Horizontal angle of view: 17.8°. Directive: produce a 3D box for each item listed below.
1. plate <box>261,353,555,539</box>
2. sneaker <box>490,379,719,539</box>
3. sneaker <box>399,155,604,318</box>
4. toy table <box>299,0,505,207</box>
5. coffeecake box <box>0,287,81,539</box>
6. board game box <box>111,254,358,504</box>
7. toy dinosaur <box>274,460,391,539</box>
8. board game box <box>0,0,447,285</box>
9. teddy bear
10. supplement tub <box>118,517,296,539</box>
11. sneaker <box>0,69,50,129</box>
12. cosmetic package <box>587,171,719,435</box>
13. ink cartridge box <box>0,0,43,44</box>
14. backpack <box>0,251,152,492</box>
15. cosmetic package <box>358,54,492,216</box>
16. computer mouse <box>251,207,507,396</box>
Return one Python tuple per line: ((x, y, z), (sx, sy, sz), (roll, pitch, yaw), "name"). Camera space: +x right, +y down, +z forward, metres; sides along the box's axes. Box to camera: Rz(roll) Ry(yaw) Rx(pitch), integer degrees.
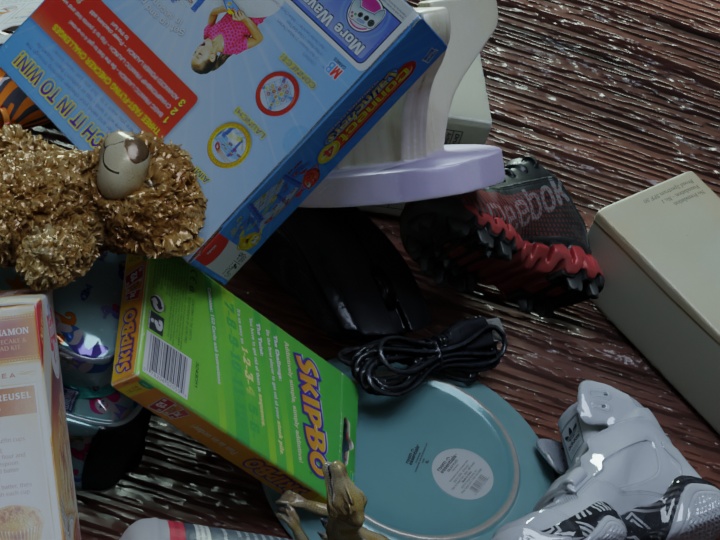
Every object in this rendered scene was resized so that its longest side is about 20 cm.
((0.034, 0.123, 1.465), (0.200, 0.026, 0.200), (10, 45, -10), "plate")
((0.135, 0.138, 1.440), (0.200, 0.075, 0.115), (-6, 51, -40), "sneaker")
((0.089, -0.034, 1.543), (0.200, 0.071, 0.098), (18, 57, -50), "sneaker")
((0.009, -0.107, 1.455), (0.184, 0.117, 0.200), (-14, 11, -37), "toy table")
((-0.192, 0.114, 1.231), (0.073, 0.154, 0.201), (-7, 93, -4), "coffeecake box")
((-0.070, 0.069, 1.376), (0.200, 0.030, 0.096), (35, 44, -38), "board game box")
((0.008, 0.175, 1.353), (0.101, 0.200, 0.058), (7, 65, 38), "toy dinosaur")
((-0.086, -0.130, 1.368), (0.196, 0.056, 0.200), (-46, 66, 3), "board game box")
((-0.187, -0.039, 1.278), (0.199, 0.067, 0.145), (-1, 25, 15), "teddy bear")
((-0.044, 0.219, 1.265), (0.199, 0.141, 0.141), (10, 45, -10), "supplement tub")
((-0.270, -0.080, 1.529), (0.200, 0.078, 0.112), (-12, 56, -15), "sneaker")
((0.251, 0.032, 1.594), (0.103, 0.073, 0.200), (-24, 58, -35), "cosmetic package")
((-0.181, -0.182, 1.592), (0.162, 0.057, 0.200), (-3, 32, 25), "ink cartridge box")
((-0.215, 0.025, 1.395), (0.199, 0.151, 0.178), (14, 46, 0), "backpack")
((-0.019, -0.108, 1.612), (0.199, 0.104, 0.087), (9, 43, -13), "cosmetic package")
((0.000, 0.000, 1.529), (0.138, 0.053, 0.200), (-12, 44, -46), "computer mouse")
